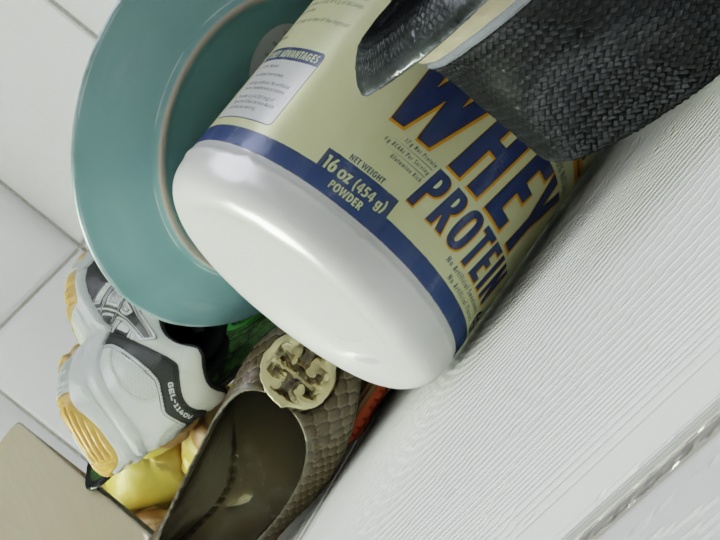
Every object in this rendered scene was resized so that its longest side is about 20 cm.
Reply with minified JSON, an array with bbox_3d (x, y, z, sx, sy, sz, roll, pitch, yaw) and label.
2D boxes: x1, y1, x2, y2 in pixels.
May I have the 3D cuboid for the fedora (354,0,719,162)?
[{"bbox_3d":[0.094,-0.109,0.560,0.200,0.092,0.201,-43,10,9],"label":"fedora"}]

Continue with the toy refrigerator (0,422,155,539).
[{"bbox_3d":[-0.161,0.163,0.903,0.076,0.070,0.199,-53,34,-11],"label":"toy refrigerator"}]

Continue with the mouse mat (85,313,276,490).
[{"bbox_3d":[-0.081,0.029,0.910,0.199,0.008,0.161,-38,22,12],"label":"mouse mat"}]

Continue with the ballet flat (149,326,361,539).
[{"bbox_3d":[-0.064,0.110,0.766,0.201,0.067,0.046,-57,-18,11],"label":"ballet flat"}]

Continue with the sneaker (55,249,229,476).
[{"bbox_3d":[-0.110,0.037,0.865,0.087,0.076,0.200,-27,28,5],"label":"sneaker"}]

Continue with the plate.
[{"bbox_3d":[-0.048,-0.066,0.745,0.199,0.025,0.202,-22,-58,-39],"label":"plate"}]

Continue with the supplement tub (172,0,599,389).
[{"bbox_3d":[0.028,-0.066,0.697,0.201,0.145,0.145,-53,2,-16],"label":"supplement tub"}]

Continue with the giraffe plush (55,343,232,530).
[{"bbox_3d":[-0.145,0.144,1.076,0.199,0.171,0.164,12,86,59],"label":"giraffe plush"}]

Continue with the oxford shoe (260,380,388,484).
[{"bbox_3d":[-0.011,0.037,0.803,0.201,0.072,0.071,-52,2,10],"label":"oxford shoe"}]
